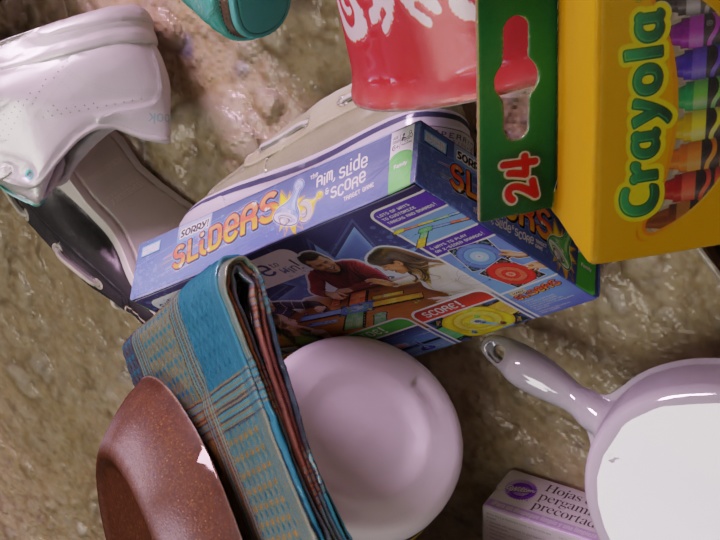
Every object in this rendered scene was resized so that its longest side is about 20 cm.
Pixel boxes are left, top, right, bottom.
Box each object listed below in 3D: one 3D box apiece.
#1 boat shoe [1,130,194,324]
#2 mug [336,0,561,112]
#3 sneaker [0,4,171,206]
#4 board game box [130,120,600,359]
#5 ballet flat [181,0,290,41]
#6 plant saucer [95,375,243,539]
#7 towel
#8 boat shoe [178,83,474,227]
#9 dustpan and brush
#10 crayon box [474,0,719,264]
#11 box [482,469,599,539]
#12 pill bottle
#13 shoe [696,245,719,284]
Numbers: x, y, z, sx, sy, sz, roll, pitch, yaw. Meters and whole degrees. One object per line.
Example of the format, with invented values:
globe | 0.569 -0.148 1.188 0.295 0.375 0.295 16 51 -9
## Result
boat shoe | -0.133 -0.014 0.950 0.200 0.074 0.060 45 133 7
mug | 0.053 -0.189 0.700 0.133 0.177 0.201 -147 38 -68
sneaker | -0.197 -0.072 0.896 0.199 0.075 0.089 -16 90 8
board game box | 0.000 0.000 0.839 0.200 0.035 0.135 -20 143 40
ballet flat | -0.069 -0.207 0.792 0.070 0.067 0.201 29 130 36
plant saucer | -0.095 0.155 0.857 0.200 0.037 0.201 164 90 -69
towel | -0.066 0.081 0.820 0.200 0.022 0.147 -33 75 66
boat shoe | -0.018 -0.050 0.860 0.200 0.062 0.072 -21 150 41
dustpan and brush | 0.133 0.084 0.798 0.200 0.057 0.140 29 110 21
crayon box | 0.145 -0.076 0.648 0.199 0.051 0.127 -10 121 -9
box | 0.159 0.155 0.875 0.199 0.039 0.042 14 124 28
pill bottle | -0.025 0.124 0.919 0.111 0.111 0.200 41 149 6
shoe | 0.189 0.006 0.750 0.200 0.053 0.070 51 133 -3
